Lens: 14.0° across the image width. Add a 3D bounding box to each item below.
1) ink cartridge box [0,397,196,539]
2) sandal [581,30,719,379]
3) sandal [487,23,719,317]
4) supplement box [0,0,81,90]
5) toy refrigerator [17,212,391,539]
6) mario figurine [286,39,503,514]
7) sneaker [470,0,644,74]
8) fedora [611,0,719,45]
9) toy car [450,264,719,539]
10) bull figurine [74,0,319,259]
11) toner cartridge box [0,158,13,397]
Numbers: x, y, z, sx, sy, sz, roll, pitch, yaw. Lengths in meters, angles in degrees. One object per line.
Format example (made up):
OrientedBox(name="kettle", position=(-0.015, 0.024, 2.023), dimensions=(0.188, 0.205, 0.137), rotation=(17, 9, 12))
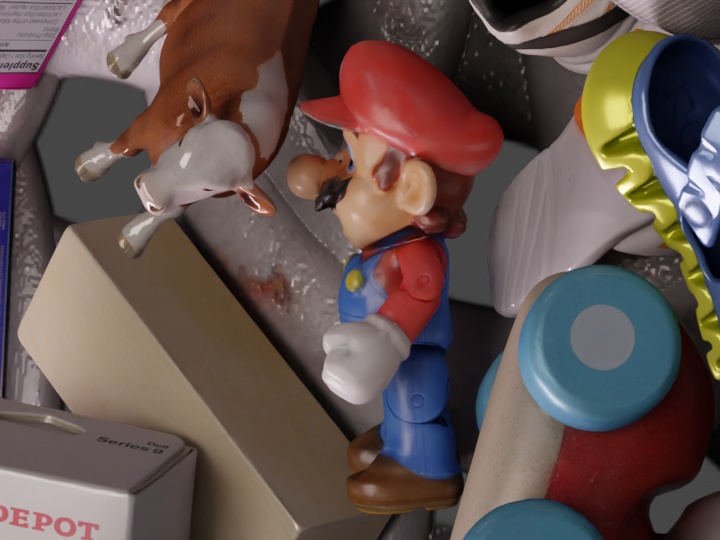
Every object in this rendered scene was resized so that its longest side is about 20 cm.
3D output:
OrientedBox(name="ink cartridge box", position=(-0.161, 0.168, 1.339), dimensions=(0.144, 0.087, 0.201), rotation=(10, 105, 14))
OrientedBox(name="sandal", position=(0.161, -0.005, 1.074), dimensions=(0.200, 0.079, 0.087), rotation=(54, 149, -11))
OrientedBox(name="sandal", position=(0.118, -0.040, 1.218), dimensions=(0.207, 0.059, 0.080), rotation=(137, 134, -57))
OrientedBox(name="supplement box", position=(-0.180, -0.195, 1.438), dimensions=(0.101, 0.103, 0.200), rotation=(49, 120, 27))
OrientedBox(name="toy refrigerator", position=(-0.073, 0.068, 1.380), dimensions=(0.200, 0.070, 0.076), rotation=(50, 129, 28))
OrientedBox(name="mario figurine", position=(0.000, 0.000, 1.282), dimensions=(0.123, 0.106, 0.201), rotation=(11, 105, 54))
OrientedBox(name="sneaker", position=(0.112, -0.169, 1.196), dimensions=(0.074, 0.080, 0.201), rotation=(40, 115, 35))
OrientedBox(name="fedora", position=(0.144, -0.145, 1.111), dimensions=(0.199, 0.177, 0.091), rotation=(25, 132, -2))
OrientedBox(name="toy car", position=(0.137, 0.108, 1.165), dimensions=(0.199, 0.184, 0.178), rotation=(18, 78, -1))
OrientedBox(name="bull figurine", position=(-0.069, -0.077, 1.315), dimensions=(0.121, 0.065, 0.201), rotation=(-29, 29, 38))
OrientedBox(name="toner cartridge box", position=(-0.232, 0.037, 1.534), dimensions=(0.095, 0.043, 0.201), rotation=(9, 98, 42))
